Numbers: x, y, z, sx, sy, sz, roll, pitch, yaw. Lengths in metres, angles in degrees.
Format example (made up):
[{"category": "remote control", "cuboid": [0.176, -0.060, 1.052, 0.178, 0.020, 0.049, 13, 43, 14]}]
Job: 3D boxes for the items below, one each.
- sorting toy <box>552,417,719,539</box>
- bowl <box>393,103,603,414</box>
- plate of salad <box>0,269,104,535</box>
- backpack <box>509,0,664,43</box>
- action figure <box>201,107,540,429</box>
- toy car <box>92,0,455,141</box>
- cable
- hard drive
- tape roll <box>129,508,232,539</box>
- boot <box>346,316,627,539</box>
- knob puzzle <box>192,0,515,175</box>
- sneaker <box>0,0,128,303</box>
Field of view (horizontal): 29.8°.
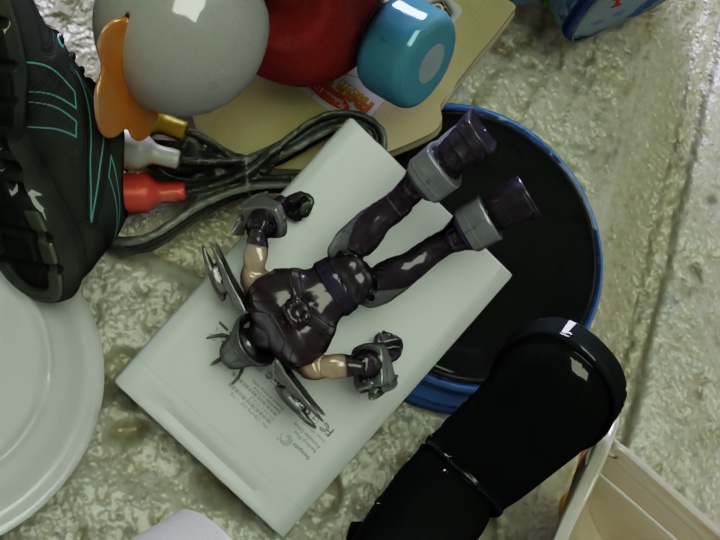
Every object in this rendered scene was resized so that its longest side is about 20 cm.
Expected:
[{"category": "sorting toy", "cuboid": [0.154, 0.219, 0.748, 0.199, 0.107, 0.181, 40, 51, -8]}, {"category": "bowl", "cuboid": [0.064, -0.012, 0.858, 0.198, 0.039, 0.204, 5, 71, -16]}, {"category": "plate of salad", "cuboid": [-0.239, 0.059, 0.731, 0.197, 0.048, 0.203, 6, 62, -12]}, {"category": "backpack", "cuboid": [0.155, -0.243, 0.885, 0.198, 0.183, 0.148, -24, 80, -19]}, {"category": "action figure", "cuboid": [0.000, 0.000, 0.737, 0.199, 0.069, 0.131, -34, 101, 7]}, {"category": "toy car", "cuboid": [-0.078, -0.137, 0.744, 0.183, 0.178, 0.200, 32, 67, 24]}, {"category": "cable", "cuboid": [-0.084, -0.057, 0.793, 0.197, 0.050, 0.099, 2, 78, 4]}, {"category": "hard drive", "cuboid": [-0.026, 0.032, 0.780, 0.132, 0.027, 0.200, 43, 86, -6]}, {"category": "tape roll", "cuboid": [-0.093, 0.236, 0.637, 0.138, 0.203, 0.204, -28, 83, -23]}, {"category": "boot", "cuboid": [0.050, 0.124, 0.728, 0.073, 0.198, 0.163, 42, 59, 3]}, {"category": "knob puzzle", "cuboid": [-0.028, -0.139, 0.861, 0.216, 0.031, 0.223, -1, 70, 3]}, {"category": "sneaker", "cuboid": [-0.173, -0.085, 0.712, 0.075, 0.203, 0.079, 14, 36, 31]}]
